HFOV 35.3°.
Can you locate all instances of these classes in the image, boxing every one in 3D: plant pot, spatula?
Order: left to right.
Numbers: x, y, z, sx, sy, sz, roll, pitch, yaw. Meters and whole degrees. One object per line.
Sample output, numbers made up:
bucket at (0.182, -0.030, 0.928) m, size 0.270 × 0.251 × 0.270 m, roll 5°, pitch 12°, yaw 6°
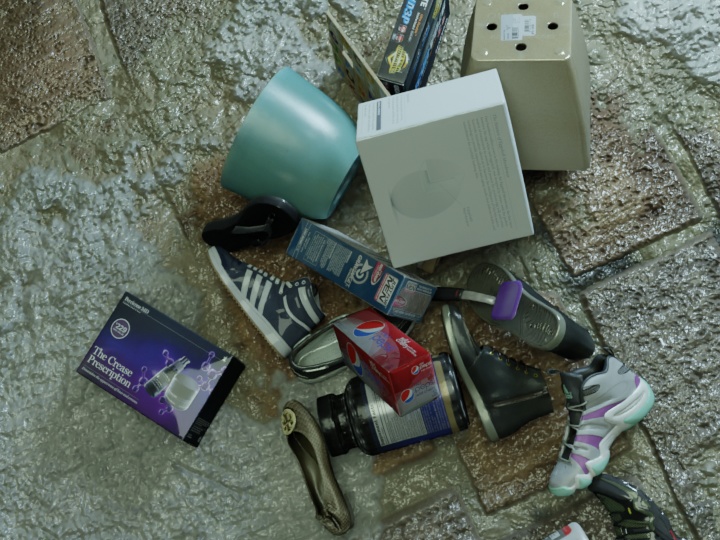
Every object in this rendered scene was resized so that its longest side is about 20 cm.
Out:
plant pot at (-0.086, -0.169, 1.655) m, size 0.160 × 0.201 × 0.202 m, roll 30°, pitch 81°, yaw 2°
spatula at (0.157, 0.036, 1.580) m, size 0.199 × 0.020 × 0.057 m, roll 6°, pitch 73°, yaw 52°
plant pot at (0.231, -0.277, 1.602) m, size 0.197 × 0.178 × 0.202 m, roll 2°, pitch 52°, yaw 9°

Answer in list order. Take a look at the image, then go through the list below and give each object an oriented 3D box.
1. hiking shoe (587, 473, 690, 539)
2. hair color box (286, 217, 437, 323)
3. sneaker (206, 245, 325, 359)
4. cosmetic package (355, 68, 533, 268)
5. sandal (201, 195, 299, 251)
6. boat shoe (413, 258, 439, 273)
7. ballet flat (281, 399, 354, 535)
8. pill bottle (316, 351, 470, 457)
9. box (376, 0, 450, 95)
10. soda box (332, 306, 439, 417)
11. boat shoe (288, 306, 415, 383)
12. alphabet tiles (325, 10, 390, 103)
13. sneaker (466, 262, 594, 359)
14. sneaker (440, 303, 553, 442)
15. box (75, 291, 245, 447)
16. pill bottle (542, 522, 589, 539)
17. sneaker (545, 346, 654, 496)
hiking shoe at (0.364, 0.358, 1.488) m, size 0.101 × 0.076 × 0.200 m, roll -44°, pitch 73°, yaw -8°
hair color box at (0.000, 0.000, 1.605) m, size 0.199 × 0.100 × 0.061 m, roll 30°, pitch 97°, yaw 32°
sneaker at (-0.134, 0.021, 1.668) m, size 0.108 × 0.070 × 0.201 m, roll -39°, pitch 77°, yaw 0°
cosmetic package at (0.114, -0.137, 1.521) m, size 0.197 × 0.201 × 0.123 m, roll -12°, pitch 30°, yaw 10°
sandal at (-0.159, -0.056, 1.653) m, size 0.199 × 0.076 × 0.043 m, roll -21°, pitch 44°, yaw 47°
boat shoe at (0.142, -0.081, 1.655) m, size 0.069 × 0.074 × 0.201 m, roll 39°, pitch 88°, yaw 10°
ballet flat at (-0.068, 0.277, 1.586) m, size 0.046 × 0.067 × 0.202 m, roll -15°, pitch 73°, yaw -33°
pill bottle at (0.044, 0.191, 1.569) m, size 0.197 × 0.112 × 0.113 m, roll -16°, pitch 72°, yaw 5°
box at (0.081, -0.338, 1.686) m, size 0.045 × 0.159 × 0.202 m, roll 17°, pitch 77°, yaw 11°
soda box at (0.032, 0.117, 1.508) m, size 0.063 × 0.200 × 0.071 m, roll -22°, pitch 114°, yaw -16°
boat shoe at (-0.011, 0.098, 1.629) m, size 0.199 × 0.060 × 0.076 m, roll -33°, pitch 67°, yaw -3°
alphabet tiles at (0.010, -0.268, 1.674) m, size 0.007 × 0.167 × 0.201 m, roll -32°, pitch 72°, yaw -7°
sneaker at (0.235, 0.065, 1.595) m, size 0.075 × 0.106 × 0.200 m, roll -55°, pitch 44°, yaw 8°
sneaker at (0.188, 0.126, 1.573) m, size 0.105 × 0.075 × 0.202 m, roll -24°, pitch 92°, yaw 2°
box at (-0.292, 0.144, 1.657) m, size 0.198 × 0.079 × 0.142 m, roll 28°, pitch 78°, yaw 16°
pill bottle at (0.225, 0.426, 1.472) m, size 0.198 × 0.114 × 0.115 m, roll -30°, pitch 72°, yaw 0°
sneaker at (0.289, 0.191, 1.522) m, size 0.140 × 0.078 × 0.200 m, roll 45°, pitch 75°, yaw -13°
